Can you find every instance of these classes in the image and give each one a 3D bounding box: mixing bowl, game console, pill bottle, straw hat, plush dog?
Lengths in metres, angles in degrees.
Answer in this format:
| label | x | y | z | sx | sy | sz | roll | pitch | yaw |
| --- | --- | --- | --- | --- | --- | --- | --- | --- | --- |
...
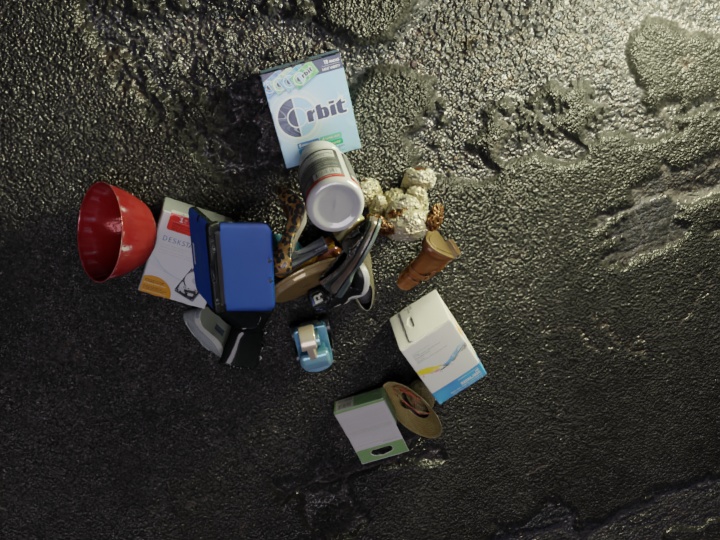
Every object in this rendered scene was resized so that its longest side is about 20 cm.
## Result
| label | x | y | z | sx | sy | sz | roll | pitch | yaw |
| --- | --- | --- | --- | --- | --- | --- | --- | --- | --- |
| mixing bowl | -0.494 | -0.078 | 1.398 | 0.107 | 0.200 | 0.202 | 0 | 123 | -48 |
| game console | -0.268 | -0.024 | 1.399 | 0.117 | 0.170 | 0.203 | -15 | 122 | -30 |
| pill bottle | -0.065 | -0.176 | 1.352 | 0.114 | 0.201 | 0.117 | -6 | 125 | -9 |
| straw hat | 0.154 | 0.336 | 1.762 | 0.085 | 0.199 | 0.203 | -47 | 124 | -32 |
| plush dog | 0.088 | -0.119 | 1.471 | 0.196 | 0.172 | 0.163 | -11 | 119 | -5 |

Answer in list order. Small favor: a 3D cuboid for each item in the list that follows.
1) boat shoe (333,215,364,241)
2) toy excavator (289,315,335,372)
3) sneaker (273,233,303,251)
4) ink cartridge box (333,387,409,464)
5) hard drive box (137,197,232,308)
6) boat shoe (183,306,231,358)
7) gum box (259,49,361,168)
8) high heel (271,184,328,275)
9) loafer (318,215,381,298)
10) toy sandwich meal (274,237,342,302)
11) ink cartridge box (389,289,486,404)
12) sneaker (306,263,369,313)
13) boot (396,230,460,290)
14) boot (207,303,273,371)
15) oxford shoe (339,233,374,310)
| label | x | y | z | sx | sy | sz | roll | pitch | yaw |
| --- | --- | --- | --- | --- | --- | --- | --- | --- | --- |
| boat shoe | -0.040 | -0.112 | 1.436 | 0.073 | 0.201 | 0.063 | -39 | 99 | 0 |
| toy excavator | -0.110 | 0.177 | 1.572 | 0.098 | 0.201 | 0.197 | -13 | 119 | -4 |
| sneaker | -0.213 | -0.041 | 1.481 | 0.198 | 0.077 | 0.081 | 17 | 119 | -46 |
| ink cartridge box | 0.031 | 0.415 | 1.793 | 0.143 | 0.048 | 0.202 | -19 | 120 | 13 |
| hard drive box | -0.386 | -0.037 | 1.483 | 0.153 | 0.077 | 0.202 | 16 | 113 | -18 |
| boat shoe | -0.349 | 0.152 | 1.594 | 0.070 | 0.071 | 0.202 | 1 | 141 | 28 |
| gum box | -0.101 | -0.333 | 1.401 | 0.167 | 0.045 | 0.203 | -16 | 120 | -2 |
| high heel | -0.174 | -0.088 | 1.430 | 0.141 | 0.201 | 0.072 | -28 | 155 | -12 |
| loafer | -0.024 | -0.032 | 1.399 | 0.062 | 0.072 | 0.202 | 25 | 117 | -8 |
| toy sandwich meal | -0.128 | -0.001 | 1.502 | 0.203 | 0.205 | 0.071 | -29 | 79 | 5 |
| ink cartridge box | 0.188 | 0.186 | 1.661 | 0.143 | 0.148 | 0.201 | -33 | 118 | 7 |
| sneaker | -0.058 | 0.049 | 1.519 | 0.111 | 0.200 | 0.074 | -22 | 78 | -27 |
| boot | 0.141 | -0.013 | 1.542 | 0.154 | 0.074 | 0.199 | -36 | 161 | 17 |
| boot | -0.288 | 0.143 | 1.548 | 0.197 | 0.073 | 0.165 | 12 | 100 | -51 |
| oxford shoe | 0.000 | 0.000 | 1.572 | 0.069 | 0.075 | 0.203 | -18 | 119 | 0 |
